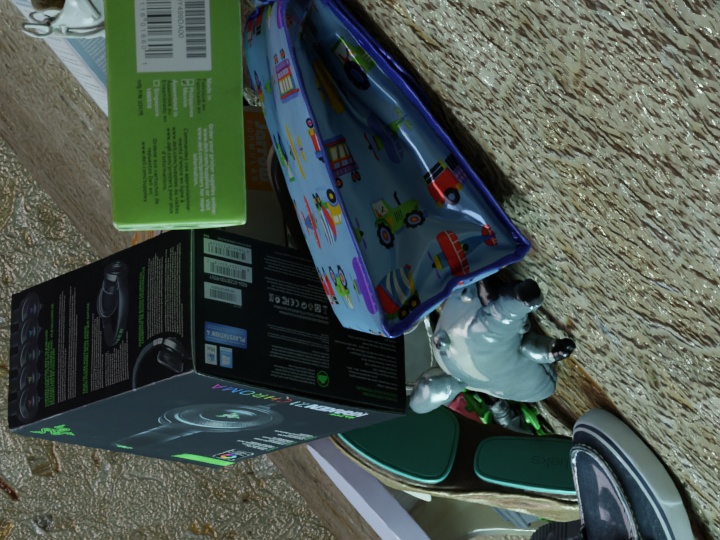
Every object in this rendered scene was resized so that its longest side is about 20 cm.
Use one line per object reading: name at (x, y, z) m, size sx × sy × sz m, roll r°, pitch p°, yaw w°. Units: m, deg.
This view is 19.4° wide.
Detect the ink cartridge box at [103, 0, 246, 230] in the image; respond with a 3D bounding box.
ink cartridge box at (-0.105, -0.106, 1.219) m, size 0.200 × 0.075 × 0.149 m, roll -118°, pitch 26°, yaw -83°

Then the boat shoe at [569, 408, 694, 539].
boat shoe at (0.157, 0.190, 1.288) m, size 0.071 × 0.091 × 0.201 m, roll 4°, pitch 121°, yaw 62°

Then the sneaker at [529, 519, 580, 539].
sneaker at (0.185, 0.198, 1.443) m, size 0.081 × 0.071 × 0.200 m, roll 9°, pitch 169°, yaw -18°

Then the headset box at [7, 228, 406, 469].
headset box at (-0.101, 0.053, 1.305) m, size 0.173 × 0.094 × 0.199 m, roll 15°, pitch 156°, yaw -42°

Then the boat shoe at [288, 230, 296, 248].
boat shoe at (-0.032, -0.010, 1.497) m, size 0.067 × 0.057 × 0.200 m, roll 49°, pitch 171°, yaw -7°

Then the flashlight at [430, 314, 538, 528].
flashlight at (0.077, 0.111, 1.544) m, size 0.068 × 0.068 × 0.200 m, roll -22°, pitch 123°, yaw 32°

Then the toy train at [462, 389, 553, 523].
toy train at (0.103, 0.106, 1.470) m, size 0.200 × 0.042 × 0.056 m, roll 56°, pitch 178°, yaw -40°

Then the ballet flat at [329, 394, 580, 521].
ballet flat at (0.071, 0.131, 1.416) m, size 0.198 × 0.068 × 0.073 m, roll 9°, pitch 149°, yaw 12°

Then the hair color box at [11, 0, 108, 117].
hair color box at (-0.213, -0.197, 1.595) m, size 0.200 × 0.061 × 0.099 m, roll 51°, pitch 170°, yaw -22°

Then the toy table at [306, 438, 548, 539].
toy table at (0.063, 0.175, 1.687) m, size 0.200 × 0.117 × 0.184 m, roll 47°, pitch 171°, yaw 9°

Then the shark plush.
shark plush at (0.090, 0.029, 1.234) m, size 0.083 × 0.091 × 0.200 m, roll 22°, pitch 152°, yaw 3°

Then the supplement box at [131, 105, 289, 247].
supplement box at (-0.107, -0.011, 1.456) m, size 0.200 × 0.073 × 0.127 m, roll 118°, pitch 150°, yaw -58°

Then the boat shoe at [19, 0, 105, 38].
boat shoe at (-0.206, -0.195, 1.485) m, size 0.075 × 0.086 × 0.202 m, roll 38°, pitch 166°, yaw 45°

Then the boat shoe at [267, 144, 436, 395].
boat shoe at (0.000, 0.000, 1.361) m, size 0.201 × 0.067 × 0.057 m, roll 63°, pitch 164°, yaw -19°

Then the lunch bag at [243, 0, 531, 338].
lunch bag at (-0.010, -0.072, 1.142) m, size 0.201 × 0.094 × 0.151 m, roll 59°, pitch 172°, yaw -5°
